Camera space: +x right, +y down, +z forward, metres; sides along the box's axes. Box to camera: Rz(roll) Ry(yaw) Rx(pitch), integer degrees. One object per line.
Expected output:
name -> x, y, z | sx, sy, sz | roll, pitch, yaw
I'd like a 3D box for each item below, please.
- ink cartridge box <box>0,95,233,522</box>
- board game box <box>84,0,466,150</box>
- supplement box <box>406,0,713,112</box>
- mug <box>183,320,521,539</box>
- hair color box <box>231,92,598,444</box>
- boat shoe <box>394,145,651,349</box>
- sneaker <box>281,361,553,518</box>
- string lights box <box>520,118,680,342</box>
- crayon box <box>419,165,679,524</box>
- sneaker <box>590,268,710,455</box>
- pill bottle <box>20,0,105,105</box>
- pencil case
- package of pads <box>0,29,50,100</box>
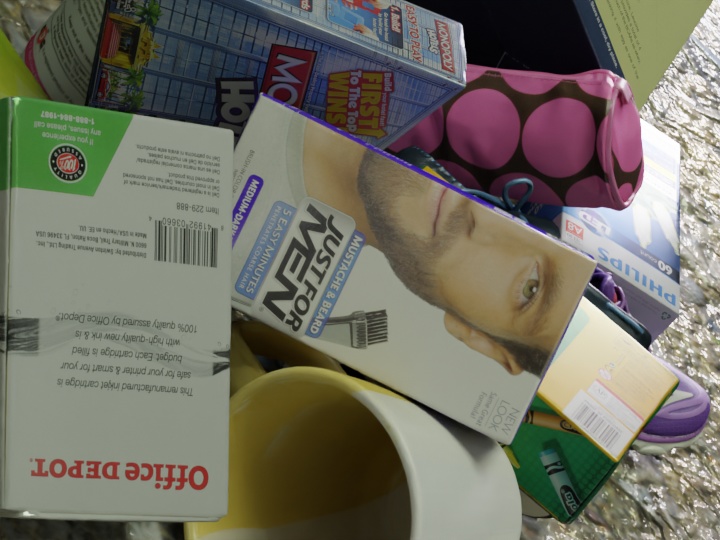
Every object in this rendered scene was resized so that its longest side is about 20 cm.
ink cartridge box -> -0.142, 0.024, 1.344 | 0.145, 0.084, 0.201 | 7, 81, -44
board game box -> -0.050, -0.096, 1.497 | 0.199, 0.201, 0.062 | 9, 41, -8
supplement box -> 0.126, -0.226, 1.762 | 0.200, 0.134, 0.201 | -54, 130, -38
mug -> 0.008, 0.112, 1.440 | 0.153, 0.149, 0.188 | 7, 75, -55
hair color box -> 0.014, -0.001, 1.427 | 0.199, 0.110, 0.065 | 26, 3, 1
boat shoe -> 0.096, -0.005, 1.667 | 0.069, 0.084, 0.200 | -44, 97, -14
sneaker -> 0.036, 0.093, 1.566 | 0.199, 0.074, 0.080 | 30, 35, -3
string lights box -> 0.165, -0.037, 1.864 | 0.102, 0.059, 0.201 | 31, 34, -16
crayon box -> 0.075, 0.039, 1.538 | 0.200, 0.058, 0.119 | 40, 32, 5
sneaker -> 0.152, 0.045, 1.739 | 0.200, 0.083, 0.081 | 34, 34, -19
pill bottle -> -0.100, -0.154, 1.561 | 0.113, 0.200, 0.114 | 29, 36, -24
pencil case -> 0.081, -0.093, 1.697 | 0.199, 0.094, 0.091 | 8, 12, 21
package of pads -> -0.231, -0.071, 1.444 | 0.200, 0.068, 0.154 | 53, 32, 12
